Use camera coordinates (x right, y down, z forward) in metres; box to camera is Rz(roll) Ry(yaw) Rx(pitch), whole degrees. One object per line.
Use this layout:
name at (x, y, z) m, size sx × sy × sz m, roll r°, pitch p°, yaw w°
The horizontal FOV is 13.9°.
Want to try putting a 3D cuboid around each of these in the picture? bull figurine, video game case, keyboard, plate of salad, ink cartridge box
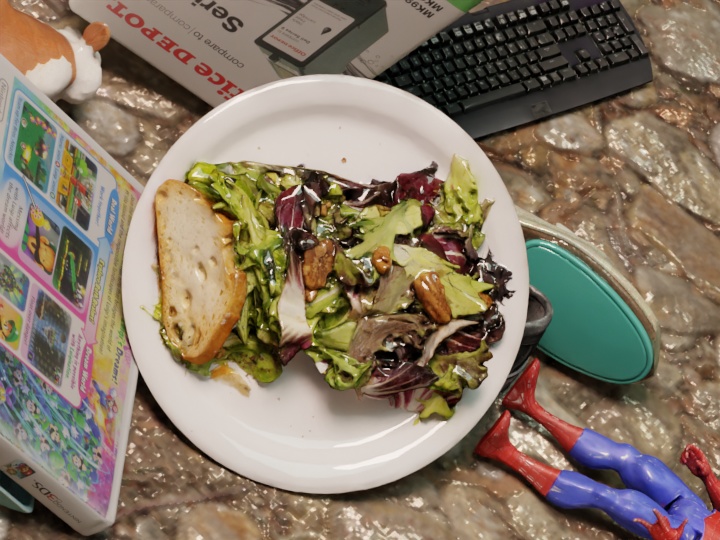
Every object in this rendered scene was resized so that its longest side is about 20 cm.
bull figurine at (-0.216, -0.105, 1.451) m, size 0.121 × 0.065 × 0.200 m, roll 44°, pitch 45°, yaw 14°
video game case at (-0.164, -0.006, 1.364) m, size 0.182 × 0.024 × 0.201 m, roll 44°, pitch 36°, yaw -36°
keyboard at (0.069, -0.136, 1.661) m, size 0.199 × 0.021 × 0.127 m, roll -19°, pitch 65°, yaw -39°
plate of salad at (-0.014, 0.006, 1.412) m, size 0.199 × 0.048 × 0.201 m, roll 0°, pitch 89°, yaw -12°
ink cartridge box at (-0.028, -0.168, 1.489) m, size 0.146 × 0.200 × 0.084 m, roll 34°, pitch 44°, yaw -25°

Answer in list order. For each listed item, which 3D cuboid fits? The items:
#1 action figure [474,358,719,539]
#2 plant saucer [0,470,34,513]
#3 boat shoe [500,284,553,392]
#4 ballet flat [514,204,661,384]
action figure at (0.156, 0.121, 1.479) m, size 0.200 × 0.052 × 0.066 m, roll 35°, pitch 42°, yaw -2°
plant saucer at (-0.168, 0.017, 1.386) m, size 0.070 × 0.019 × 0.201 m, roll 44°, pitch 36°, yaw -39°
boat shoe at (0.000, 0.002, 1.475) m, size 0.199 × 0.068 × 0.074 m, roll 24°, pitch 46°, yaw -9°
ballet flat at (0.077, -0.015, 1.536) m, size 0.200 × 0.068 × 0.062 m, roll 32°, pitch 36°, yaw -1°
